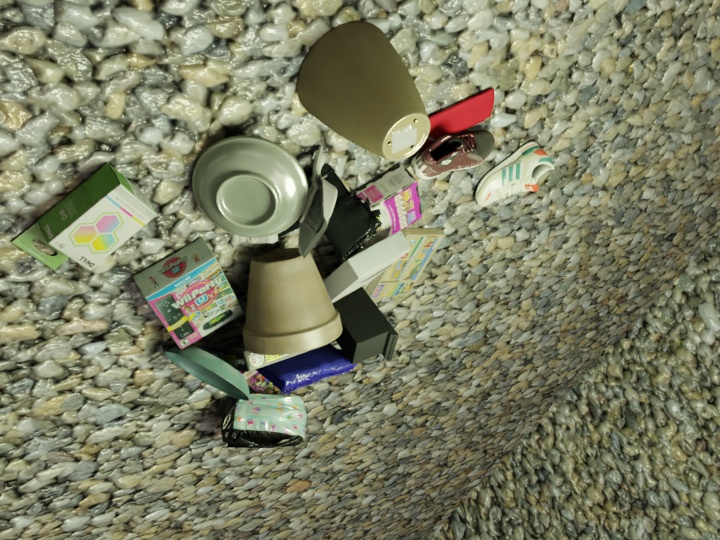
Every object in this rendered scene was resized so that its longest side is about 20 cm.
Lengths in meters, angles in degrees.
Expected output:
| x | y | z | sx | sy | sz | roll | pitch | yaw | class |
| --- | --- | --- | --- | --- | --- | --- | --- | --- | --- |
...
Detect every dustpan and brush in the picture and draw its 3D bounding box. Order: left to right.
| x | y | z | sx | sy | sz | roll | pitch | yaw | class |
| --- | --- | --- | --- | --- | --- | --- | --- | --- | --- |
| -0.078 | -0.138 | 1.431 | 0.057 | 0.201 | 0.140 | 24 | 148 | -11 | dustpan and brush |

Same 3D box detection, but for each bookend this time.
| x | y | z | sx | sy | sz | roll | pitch | yaw | class |
| --- | --- | --- | --- | --- | --- | --- | --- | --- | --- |
| -0.054 | 0.133 | 1.765 | 0.198 | 0.200 | 0.092 | -19 | 143 | -28 | bookend |

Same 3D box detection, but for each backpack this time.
| x | y | z | sx | sy | sz | roll | pitch | yaw | class |
| --- | --- | --- | --- | --- | --- | --- | --- | --- | --- |
| -0.227 | 0.359 | 1.895 | 0.199 | 0.127 | 0.167 | 3 | 164 | -6 | backpack |

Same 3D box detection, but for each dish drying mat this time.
| x | y | z | sx | sy | sz | roll | pitch | yaw | class |
| --- | --- | --- | --- | --- | --- | --- | --- | --- | --- |
| 0.190 | -0.306 | 1.628 | 0.199 | 0.018 | 0.077 | -26 | 145 | -18 | dish drying mat |

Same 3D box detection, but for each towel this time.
| x | y | z | sx | sy | sz | roll | pitch | yaw | class |
| --- | --- | --- | --- | --- | --- | --- | --- | --- | --- |
| -0.124 | 0.211 | 1.776 | 0.199 | 0.147 | 0.050 | -12 | 112 | -35 | towel |

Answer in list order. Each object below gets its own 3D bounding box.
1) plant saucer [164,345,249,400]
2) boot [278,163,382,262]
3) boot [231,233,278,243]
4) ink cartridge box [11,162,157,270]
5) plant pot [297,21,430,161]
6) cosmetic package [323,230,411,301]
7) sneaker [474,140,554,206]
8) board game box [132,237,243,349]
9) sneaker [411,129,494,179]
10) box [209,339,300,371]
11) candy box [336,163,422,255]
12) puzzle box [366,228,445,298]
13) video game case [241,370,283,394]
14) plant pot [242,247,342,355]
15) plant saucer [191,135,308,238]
| x | y | z | sx | sy | sz | roll | pitch | yaw | class |
| --- | --- | --- | --- | --- | --- | --- | --- | --- | --- |
| -0.308 | 0.204 | 1.641 | 0.036 | 0.199 | 0.200 | -61 | 153 | -20 | plant saucer |
| -0.070 | -0.086 | 1.505 | 0.198 | 0.163 | 0.073 | -42 | 176 | 4 | boot |
| -0.199 | -0.133 | 1.413 | 0.095 | 0.074 | 0.201 | -4 | 121 | -6 | boot |
| -0.437 | -0.067 | 1.269 | 0.200 | 0.059 | 0.104 | -39 | 148 | 1 | ink cartridge box |
| 0.023 | -0.278 | 1.329 | 0.187 | 0.200 | 0.188 | -26 | 146 | -19 | plant pot |
| 0.000 | 0.000 | 1.698 | 0.150 | 0.052 | 0.200 | -27 | 173 | -31 | cosmetic package |
| 0.358 | -0.207 | 1.846 | 0.200 | 0.093 | 0.070 | -40 | 148 | 3 | sneaker |
| -0.324 | 0.048 | 1.522 | 0.147 | 0.064 | 0.200 | -31 | 146 | -11 | board game box |
| 0.208 | -0.249 | 1.627 | 0.199 | 0.076 | 0.116 | -26 | 174 | -19 | sneaker |
| -0.209 | 0.167 | 1.688 | 0.160 | 0.045 | 0.200 | -16 | -176 | -31 | box |
| 0.027 | -0.116 | 1.664 | 0.200 | 0.061 | 0.137 | -32 | 149 | -10 | candy box |
| 0.106 | -0.018 | 1.898 | 0.133 | 0.025 | 0.200 | -3 | 134 | -42 | puzzle box |
| -0.185 | 0.224 | 1.903 | 0.181 | 0.036 | 0.200 | -35 | 148 | -2 | video game case |
| -0.147 | 0.053 | 1.581 | 0.199 | 0.200 | 0.174 | -17 | 106 | -30 | plant pot |
| -0.190 | -0.129 | 1.351 | 0.199 | 0.050 | 0.201 | 1 | 127 | 1 | plant saucer |
